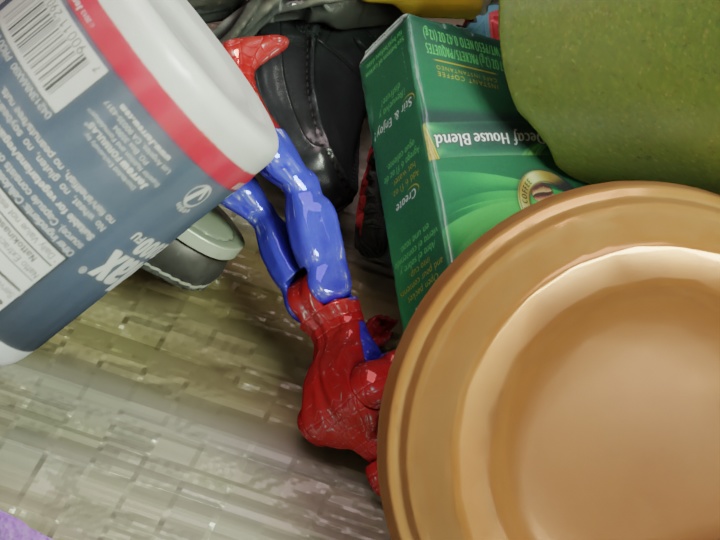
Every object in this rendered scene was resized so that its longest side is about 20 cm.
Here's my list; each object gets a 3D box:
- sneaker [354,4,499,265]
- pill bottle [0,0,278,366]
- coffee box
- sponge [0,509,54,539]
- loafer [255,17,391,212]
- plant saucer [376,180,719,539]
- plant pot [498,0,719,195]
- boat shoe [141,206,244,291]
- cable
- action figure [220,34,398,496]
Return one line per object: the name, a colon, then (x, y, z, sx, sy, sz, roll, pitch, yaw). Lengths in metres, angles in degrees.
sneaker: (0.069, -0.065, 1.082, 0.095, 0.080, 0.200, 25, 46, 15)
pill bottle: (-0.143, -0.033, 0.933, 0.200, 0.120, 0.120, -38, 50, 8)
coffee box: (0.072, -0.004, 0.977, 0.122, 0.044, 0.201, 12, 55, -31)
sponge: (-0.153, 0.138, 0.868, 0.199, 0.030, 0.112, 26, 47, 18)
loafer: (-0.017, -0.104, 1.109, 0.070, 0.068, 0.201, -18, 40, 10)
plant saucer: (0.106, 0.067, 0.877, 0.199, 0.202, 0.037, 0, 3, -9)
plant pot: (0.163, -0.103, 0.929, 0.184, 0.201, 0.200, -2, 28, 46)
boat shoe: (-0.142, -0.040, 1.040, 0.201, 0.061, 0.072, 32, 11, 20)
cable: (-0.027, -0.137, 1.061, 0.199, 0.050, 0.097, -11, 52, -31)
action figure: (0.000, 0.000, 0.996, 0.099, 0.065, 0.201, -5, 68, -39)
